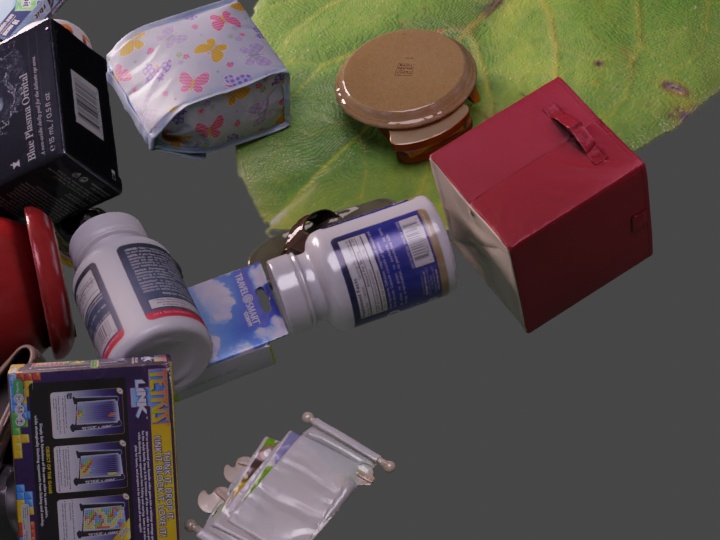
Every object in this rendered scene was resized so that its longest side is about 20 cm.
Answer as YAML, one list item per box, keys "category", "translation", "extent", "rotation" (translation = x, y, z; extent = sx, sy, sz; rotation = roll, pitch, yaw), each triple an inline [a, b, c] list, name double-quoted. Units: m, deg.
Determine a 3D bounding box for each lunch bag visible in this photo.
- category: "lunch bag"
  translation: [-0.213, -0.240, 1.846]
  extent: [0.199, 0.128, 0.170]
  rotation: [-21, 54, -22]

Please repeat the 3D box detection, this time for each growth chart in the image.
- category: "growth chart"
  translation: [-0.079, 0.235, 1.519]
  extent: [0.144, 0.018, 0.200]
  rotation: [33, 62, 29]

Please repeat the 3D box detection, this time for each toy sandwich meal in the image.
- category: "toy sandwich meal"
  translation: [0.065, -0.229, 1.841]
  extent: [0.204, 0.070, 0.206]
  rotation: [-6, 48, 7]

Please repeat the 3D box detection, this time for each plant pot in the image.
- category: "plant pot"
  translation: [-0.424, 0.031, 1.618]
  extent: [0.181, 0.201, 0.201]
  rotation: [-11, 50, -13]

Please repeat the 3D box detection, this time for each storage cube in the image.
- category: "storage cube"
  translation: [0.207, -0.071, 1.616]
  extent: [0.179, 0.200, 0.171]
  rotation: [-31, 55, -9]

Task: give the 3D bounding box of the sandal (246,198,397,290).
- category: "sandal"
  translation: [-0.047, -0.045, 1.707]
  extent: [0.200, 0.057, 0.080]
  rotation: [-26, 52, -5]

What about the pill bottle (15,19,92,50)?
- category: "pill bottle"
  translation: [-0.392, -0.222, 1.860]
  extent: [0.113, 0.115, 0.201]
  rotation: [-15, 51, -5]

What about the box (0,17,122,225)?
- category: "box"
  translation: [-0.403, -0.158, 1.695]
  extent: [0.199, 0.117, 0.198]
  rotation: [-23, 60, 19]

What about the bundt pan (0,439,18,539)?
- category: "bundt pan"
  translation: [-0.366, 0.197, 1.550]
  extent: [0.200, 0.076, 0.203]
  rotation: [-3, 52, 5]

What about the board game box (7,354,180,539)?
- category: "board game box"
  translation: [-0.270, 0.192, 1.460]
  extent: [0.164, 0.202, 0.057]
  rotation: [-3, 6, -10]

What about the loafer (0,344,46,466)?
- category: "loafer"
  translation: [-0.395, 0.162, 1.491]
  extent: [0.072, 0.063, 0.200]
  rotation: [20, 57, 20]

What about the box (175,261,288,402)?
- category: "box"
  translation: [-0.188, 0.077, 1.636]
  extent: [0.199, 0.048, 0.122]
  rotation: [-20, 52, -6]

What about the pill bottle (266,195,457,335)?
- category: "pill bottle"
  translation: [0.000, 0.000, 1.630]
  extent: [0.199, 0.120, 0.120]
  rotation: [-18, 52, -7]

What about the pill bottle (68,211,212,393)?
- category: "pill bottle"
  translation: [-0.250, 0.034, 1.577]
  extent: [0.119, 0.120, 0.200]
  rotation: [-22, 52, -10]

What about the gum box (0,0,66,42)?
- category: "gum box"
  translation: [-0.534, -0.397, 2.061]
  extent: [0.199, 0.045, 0.170]
  rotation: [19, 56, 20]

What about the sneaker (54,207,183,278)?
- category: "sneaker"
  translation: [-0.303, -0.024, 1.710]
  extent: [0.199, 0.085, 0.075]
  rotation: [21, 59, 24]
